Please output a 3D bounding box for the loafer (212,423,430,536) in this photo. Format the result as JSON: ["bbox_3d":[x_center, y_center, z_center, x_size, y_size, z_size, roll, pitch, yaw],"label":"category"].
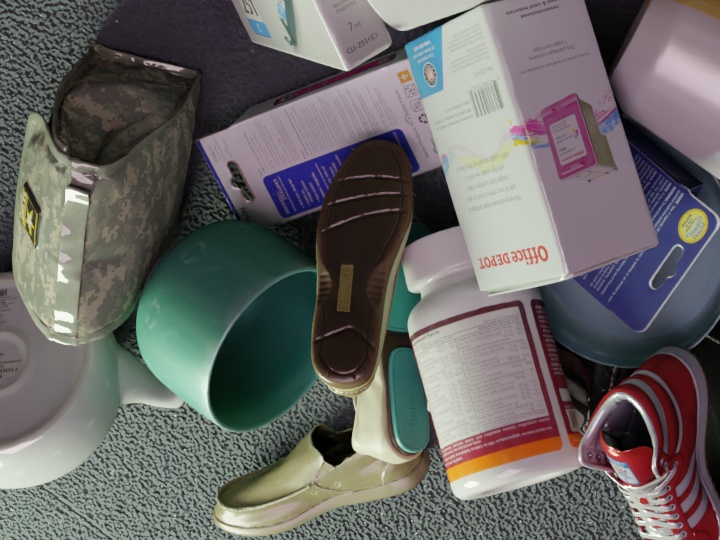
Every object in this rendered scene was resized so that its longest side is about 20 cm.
[{"bbox_3d":[-0.040,0.173,1.630,0.199,0.076,0.068,-18,113,9],"label":"loafer"}]

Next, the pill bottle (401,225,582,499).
[{"bbox_3d":[0.099,0.070,1.463,0.109,0.110,0.201,-19,78,20],"label":"pill bottle"}]

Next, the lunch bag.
[{"bbox_3d":[-0.207,-0.058,1.462,0.117,0.200,0.164,14,121,3],"label":"lunch bag"}]

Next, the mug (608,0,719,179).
[{"bbox_3d":[0.273,-0.155,1.366,0.153,0.187,0.150,26,149,1],"label":"mug"}]

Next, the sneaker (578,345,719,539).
[{"bbox_3d":[0.222,0.167,1.414,0.071,0.112,0.201,-1,103,37],"label":"sneaker"}]

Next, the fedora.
[{"bbox_3d":[0.280,0.106,1.502,0.200,0.091,0.201,3,95,37],"label":"fedora"}]

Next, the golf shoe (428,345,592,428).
[{"bbox_3d":[0.090,0.095,1.548,0.199,0.092,0.073,8,122,10],"label":"golf shoe"}]

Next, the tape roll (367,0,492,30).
[{"bbox_3d":[0.060,-0.281,1.288,0.139,0.203,0.203,-16,114,18],"label":"tape roll"}]

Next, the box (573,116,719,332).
[{"bbox_3d":[0.177,-0.059,1.433,0.200,0.032,0.121,43,122,20],"label":"box"}]

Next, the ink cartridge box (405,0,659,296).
[{"bbox_3d":[0.122,-0.092,1.359,0.084,0.144,0.201,-17,92,-22],"label":"ink cartridge box"}]

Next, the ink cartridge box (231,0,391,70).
[{"bbox_3d":[-0.065,-0.240,1.345,0.045,0.200,0.177,-31,112,-14],"label":"ink cartridge box"}]

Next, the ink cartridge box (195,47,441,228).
[{"bbox_3d":[-0.023,-0.103,1.496,0.199,0.037,0.095,-20,113,18],"label":"ink cartridge box"}]

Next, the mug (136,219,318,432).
[{"bbox_3d":[-0.099,0.043,1.510,0.114,0.185,0.152,34,81,31],"label":"mug"}]

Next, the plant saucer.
[{"bbox_3d":[0.205,-0.024,1.459,0.200,0.027,0.201,10,108,32],"label":"plant saucer"}]

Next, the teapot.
[{"bbox_3d":[-0.289,0.107,1.600,0.200,0.198,0.146,33,164,24],"label":"teapot"}]

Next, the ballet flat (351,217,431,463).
[{"bbox_3d":[0.021,0.057,1.524,0.069,0.069,0.201,2,78,10],"label":"ballet flat"}]

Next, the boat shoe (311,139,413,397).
[{"bbox_3d":[0.000,0.000,1.456,0.071,0.076,0.201,10,75,12],"label":"boat shoe"}]
